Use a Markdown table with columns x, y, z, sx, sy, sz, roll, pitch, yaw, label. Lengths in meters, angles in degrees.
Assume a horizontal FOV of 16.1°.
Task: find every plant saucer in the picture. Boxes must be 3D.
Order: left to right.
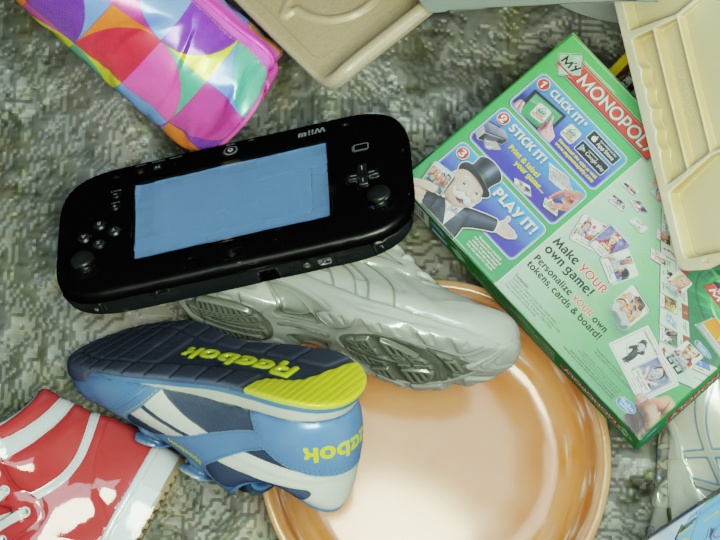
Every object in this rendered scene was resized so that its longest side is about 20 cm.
| x | y | z | sx | sy | sz | roll | pitch | yaw | label |
| --- | --- | --- | --- | --- | --- | --- | --- | --- | --- |
| 0.041 | 0.107 | 1.440 | 0.200 | 0.037 | 0.201 | 1 | 80 | -5 | plant saucer |

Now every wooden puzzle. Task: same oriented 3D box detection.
| x | y | z | sx | sy | sz | roll | pitch | yaw | label |
| --- | --- | --- | --- | --- | --- | --- | --- | --- | --- |
| 0.001 | -0.205 | 1.460 | 0.185 | 0.046 | 0.200 | -39 | 56 | -10 | wooden puzzle |

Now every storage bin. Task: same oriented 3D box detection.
| x | y | z | sx | sy | sz | roll | pitch | yaw | label |
| --- | --- | --- | --- | --- | --- | --- | --- | --- | --- |
| 0.259 | -0.097 | 1.385 | 0.200 | 0.094 | 0.199 | -2 | 72 | -31 | storage bin |

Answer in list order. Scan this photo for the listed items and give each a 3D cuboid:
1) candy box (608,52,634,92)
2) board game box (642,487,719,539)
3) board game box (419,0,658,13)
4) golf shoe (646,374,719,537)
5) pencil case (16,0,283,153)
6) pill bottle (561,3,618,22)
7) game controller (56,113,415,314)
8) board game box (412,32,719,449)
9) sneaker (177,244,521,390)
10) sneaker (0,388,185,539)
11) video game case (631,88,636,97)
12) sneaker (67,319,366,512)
| x | y | z | sx | sy | sz | roll | pitch | yaw | label |
| --- | --- | --- | --- | --- | --- | --- | --- | --- | --- |
| 0.200 | -0.102 | 1.495 | 0.102 | 0.026 | 0.200 | 44 | 80 | -1 | candy box |
| 0.212 | 0.196 | 1.371 | 0.151 | 0.200 | 0.037 | 53 | 40 | 5 | board game box |
| 0.114 | -0.236 | 1.359 | 0.147 | 0.064 | 0.200 | 1 | 57 | 37 | board game box |
| 0.192 | 0.114 | 1.435 | 0.097 | 0.078 | 0.200 | -33 | 83 | -3 | golf shoe |
| -0.134 | -0.153 | 1.422 | 0.200 | 0.088 | 0.088 | 41 | 79 | -15 | pencil case |
| 0.164 | -0.250 | 1.474 | 0.111 | 0.111 | 0.200 | 12 | 80 | -3 | pill bottle |
| -0.068 | -0.032 | 1.380 | 0.200 | 0.042 | 0.104 | -12 | 50 | 7 | game controller |
| 0.136 | -0.018 | 1.414 | 0.135 | 0.029 | 0.200 | -40 | 75 | -10 | board game box |
| 0.000 | 0.000 | 1.399 | 0.200 | 0.078 | 0.100 | 16 | 65 | 16 | sneaker |
| -0.193 | 0.161 | 1.393 | 0.112 | 0.071 | 0.200 | 32 | 73 | -2 | sneaker |
| 0.246 | -0.053 | 1.473 | 0.200 | 0.022 | 0.182 | 44 | 80 | -2 | video game case |
| -0.081 | 0.080 | 1.385 | 0.074 | 0.200 | 0.082 | -32 | 124 | -41 | sneaker |
